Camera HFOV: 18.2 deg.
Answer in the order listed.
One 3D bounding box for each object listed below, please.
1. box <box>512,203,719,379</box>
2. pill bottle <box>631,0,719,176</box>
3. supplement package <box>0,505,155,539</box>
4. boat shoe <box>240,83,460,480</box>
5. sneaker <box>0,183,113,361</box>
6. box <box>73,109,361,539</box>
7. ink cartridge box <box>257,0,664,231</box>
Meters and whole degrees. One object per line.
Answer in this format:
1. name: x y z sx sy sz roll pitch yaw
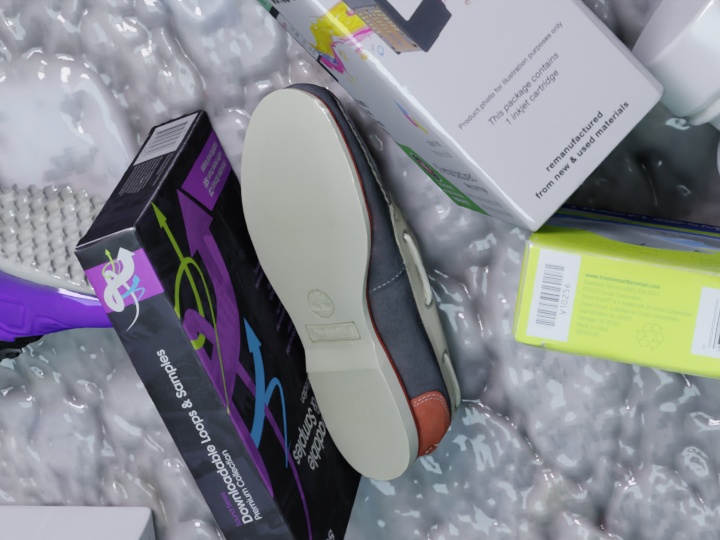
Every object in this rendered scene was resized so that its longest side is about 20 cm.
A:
1. box: 0.134 0.007 0.975 0.121 0.200 0.048 10 98 6
2. pill bottle: 0.218 -0.058 0.965 0.200 0.114 0.114 38 116 -8
3. supplement package: -0.184 0.245 1.160 0.150 0.152 0.201 0 115 11
4. boat shoe: 0.000 0.000 1.063 0.071 0.063 0.201 0 116 40
5. sneaker: -0.181 0.014 1.097 0.199 0.070 0.100 10 124 21
6. box: -0.058 0.041 1.047 0.036 0.143 0.201 -18 111 17
7. ink cartridge box: 0.016 -0.119 0.947 0.200 0.145 0.084 45 87 -11
